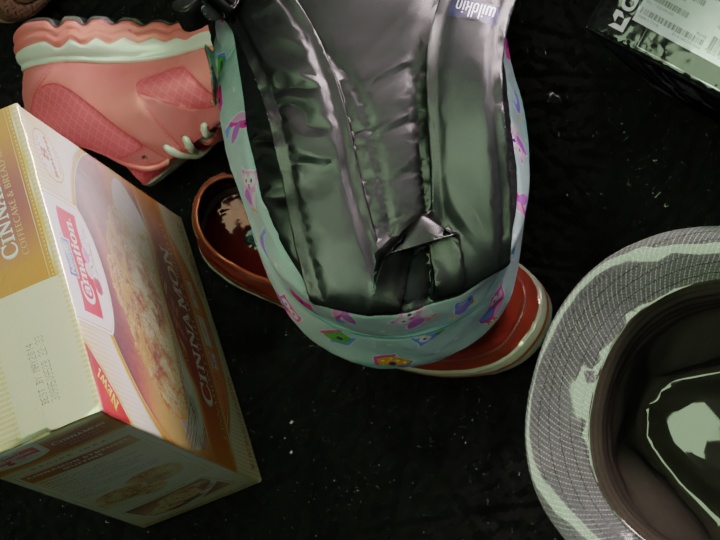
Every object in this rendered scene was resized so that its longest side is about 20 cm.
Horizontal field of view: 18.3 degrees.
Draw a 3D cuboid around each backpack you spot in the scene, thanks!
[{"bbox_3d":[0.013,-0.058,1.042,0.165,0.127,0.202,-12,69,4],"label":"backpack"}]

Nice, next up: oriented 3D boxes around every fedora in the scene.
[{"bbox_3d":[0.181,0.076,1.019,0.198,0.090,0.178,8,80,17],"label":"fedora"}]

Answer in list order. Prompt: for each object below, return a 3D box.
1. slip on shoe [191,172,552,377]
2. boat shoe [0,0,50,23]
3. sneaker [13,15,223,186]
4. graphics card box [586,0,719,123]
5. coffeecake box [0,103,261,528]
[{"bbox_3d":[0.000,0.000,1.116,0.199,0.061,0.075,21,82,21],"label":"slip on shoe"},{"bbox_3d":[-0.190,-0.231,1.240,0.074,0.075,0.204,2,71,33],"label":"boat shoe"},{"bbox_3d":[-0.089,-0.087,1.174,0.198,0.074,0.088,2,91,23],"label":"sneaker"},{"bbox_3d":[0.210,-0.074,1.028,0.199,0.125,0.051,30,94,24],"label":"graphics card box"},{"bbox_3d":[-0.133,0.028,1.077,0.073,0.200,0.155,-22,71,12],"label":"coffeecake box"}]
